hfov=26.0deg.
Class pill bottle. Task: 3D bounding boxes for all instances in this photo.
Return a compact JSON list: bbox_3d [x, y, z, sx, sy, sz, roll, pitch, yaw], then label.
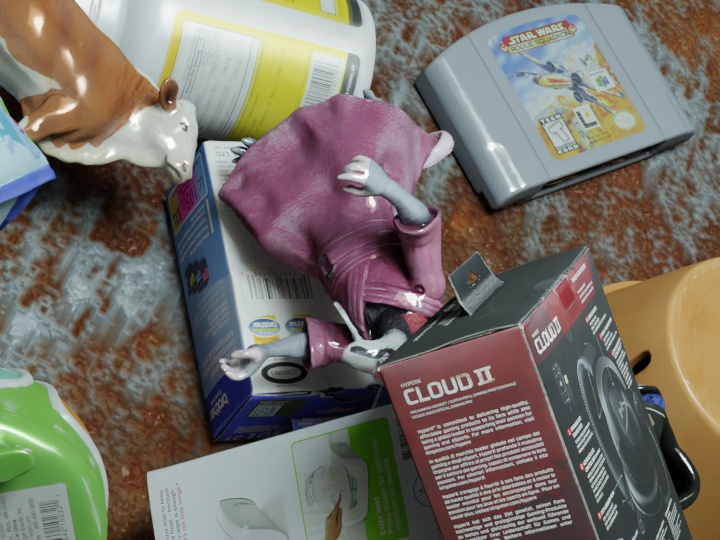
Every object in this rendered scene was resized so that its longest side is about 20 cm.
[{"bbox_3d":[-0.099,-0.141,0.986,0.199,0.112,0.112,12,60,-20],"label":"pill bottle"}]

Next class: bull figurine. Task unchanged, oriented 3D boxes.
[{"bbox_3d":[-0.182,-0.112,0.881,0.121,0.065,0.200,-43,99,-29],"label":"bull figurine"}]

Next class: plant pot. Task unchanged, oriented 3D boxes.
[{"bbox_3d":[0.218,0.081,1.006,0.199,0.140,0.201,11,59,-20],"label":"plant pot"}]

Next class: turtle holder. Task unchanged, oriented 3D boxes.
[{"bbox_3d":[-0.218,0.123,0.786,0.141,0.185,0.132,52,7,-26],"label":"turtle holder"}]

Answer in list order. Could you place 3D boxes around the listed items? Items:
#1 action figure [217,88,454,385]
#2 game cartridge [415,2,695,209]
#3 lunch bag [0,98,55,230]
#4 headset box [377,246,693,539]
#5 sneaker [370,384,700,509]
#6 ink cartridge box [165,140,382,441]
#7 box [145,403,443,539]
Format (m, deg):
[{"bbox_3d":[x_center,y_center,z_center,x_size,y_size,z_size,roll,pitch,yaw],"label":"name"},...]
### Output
[{"bbox_3d":[0.000,0.000,0.869,0.149,0.134,0.200,21,34,-46],"label":"action figure"},{"bbox_3d":[0.143,-0.129,1.146,0.199,0.042,0.134,-20,79,-33],"label":"game cartridge"},{"bbox_3d":[-0.281,-0.055,0.750,0.170,0.127,0.200,53,40,2],"label":"lunch bag"},{"bbox_3d":[0.089,0.088,0.752,0.201,0.077,0.149,68,23,-7],"label":"headset box"},{"bbox_3d":[0.111,0.089,0.878,0.199,0.115,0.081,26,58,-10],"label":"sneaker"},{"bbox_3d":[-0.031,0.025,0.953,0.136,0.076,0.201,-1,63,-27],"label":"ink cartridge box"},{"bbox_3d":[-0.003,0.183,0.800,0.097,0.176,0.201,23,52,-64],"label":"box"}]
